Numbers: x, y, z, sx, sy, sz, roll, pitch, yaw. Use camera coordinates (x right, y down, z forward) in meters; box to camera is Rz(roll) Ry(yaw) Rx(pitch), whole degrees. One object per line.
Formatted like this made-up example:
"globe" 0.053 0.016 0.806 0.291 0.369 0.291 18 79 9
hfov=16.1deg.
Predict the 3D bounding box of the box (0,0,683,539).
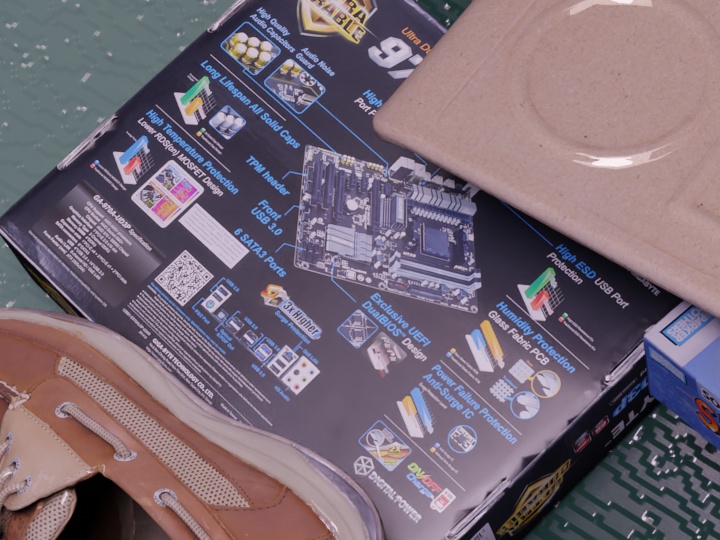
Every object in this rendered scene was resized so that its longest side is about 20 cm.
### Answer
"box" 0.000 0.000 0.855 0.159 0.046 0.200 -44 67 -10

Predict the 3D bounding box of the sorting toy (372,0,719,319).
"sorting toy" 0.131 -0.065 0.774 0.200 0.036 0.185 28 66 30

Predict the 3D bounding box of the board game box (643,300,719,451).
"board game box" 0.203 0.006 0.765 0.200 0.034 0.135 -39 57 -17

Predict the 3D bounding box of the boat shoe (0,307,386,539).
"boat shoe" -0.086 0.068 0.800 0.200 0.076 0.072 19 33 35

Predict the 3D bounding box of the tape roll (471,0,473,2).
"tape roll" 0.134 -0.121 0.872 0.202 0.071 0.203 -4 66 9
